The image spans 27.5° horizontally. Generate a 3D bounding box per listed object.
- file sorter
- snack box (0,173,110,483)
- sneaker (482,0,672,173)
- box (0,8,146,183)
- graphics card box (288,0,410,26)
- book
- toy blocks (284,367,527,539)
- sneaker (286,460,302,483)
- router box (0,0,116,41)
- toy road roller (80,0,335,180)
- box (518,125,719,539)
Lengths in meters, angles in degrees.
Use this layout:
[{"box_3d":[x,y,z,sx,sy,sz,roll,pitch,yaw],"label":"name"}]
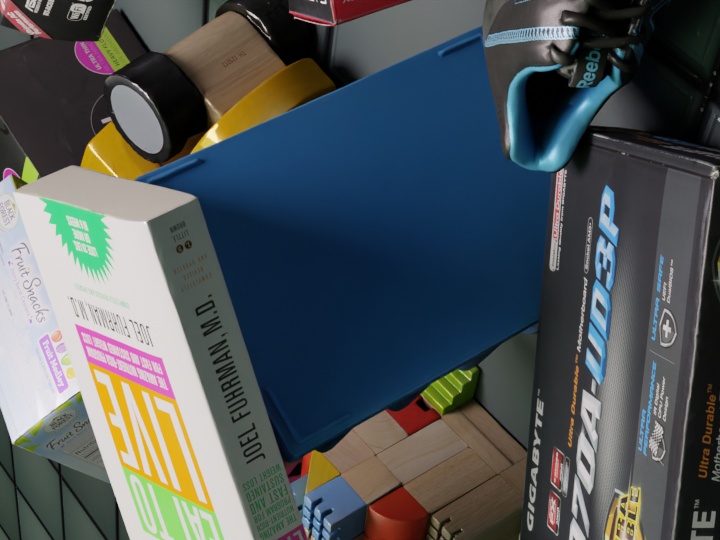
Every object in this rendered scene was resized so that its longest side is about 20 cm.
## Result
[{"box_3d":[0.000,0.000,0.716,0.139,0.199,0.123,58,154,10],"label":"file sorter"},{"box_3d":[-0.157,0.053,0.934,0.200,0.067,0.169,35,-158,-55],"label":"snack box"},{"box_3d":[0.101,-0.115,0.558,0.200,0.072,0.083,112,166,-57],"label":"sneaker"},{"box_3d":[-0.206,-0.060,1.081,0.149,0.124,0.200,53,150,18],"label":"box"},{"box_3d":[0.014,-0.213,0.597,0.051,0.125,0.202,30,136,59],"label":"graphics card box"},{"box_3d":[-0.079,0.057,0.646,0.133,0.048,0.202,14,126,56],"label":"book"},{"box_3d":[0.012,0.119,0.847,0.200,0.136,0.101,44,145,32],"label":"toy blocks"},{"box_3d":[-0.058,0.119,1.026,0.201,0.073,0.088,54,156,27],"label":"sneaker"},{"box_3d":[-0.159,-0.253,0.829,0.150,0.062,0.202,138,134,-59],"label":"router box"},{"box_3d":[-0.077,-0.056,0.880,0.146,0.123,0.200,49,149,5],"label":"toy road roller"},{"box_3d":[0.117,0.048,0.597,0.159,0.046,0.202,-138,51,-73],"label":"box"}]
